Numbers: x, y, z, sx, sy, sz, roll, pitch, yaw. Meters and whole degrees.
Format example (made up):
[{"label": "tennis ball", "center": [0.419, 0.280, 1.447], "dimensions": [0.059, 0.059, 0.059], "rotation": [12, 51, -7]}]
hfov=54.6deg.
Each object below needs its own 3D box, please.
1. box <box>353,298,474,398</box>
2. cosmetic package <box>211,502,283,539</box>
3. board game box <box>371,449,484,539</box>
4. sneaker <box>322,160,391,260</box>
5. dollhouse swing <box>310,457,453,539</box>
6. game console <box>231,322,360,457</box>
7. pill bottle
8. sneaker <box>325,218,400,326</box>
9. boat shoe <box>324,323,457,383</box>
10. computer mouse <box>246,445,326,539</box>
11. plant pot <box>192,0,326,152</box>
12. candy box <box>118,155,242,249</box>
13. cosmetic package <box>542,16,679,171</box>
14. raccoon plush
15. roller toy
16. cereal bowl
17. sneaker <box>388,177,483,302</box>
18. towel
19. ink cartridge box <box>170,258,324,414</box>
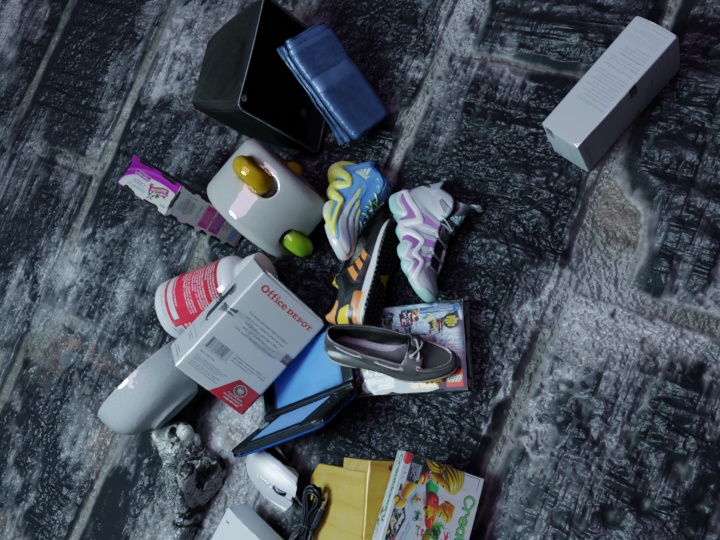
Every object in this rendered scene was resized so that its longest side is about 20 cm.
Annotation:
[{"label": "box", "center": [0.072, 0.123, 1.082], "dimensions": [0.200, 0.040, 0.137], "rotation": [-8, 74, 24]}, {"label": "cosmetic package", "center": [-0.188, 0.494, 1.090], "dimensions": [0.151, 0.052, 0.200], "rotation": [33, 101, 26]}, {"label": "board game box", "center": [0.083, 0.362, 0.950], "dimensions": [0.126, 0.035, 0.200], "rotation": [22, 74, -13]}, {"label": "sneaker", "center": [-0.002, -0.110, 1.140], "dimensions": [0.105, 0.076, 0.200], "rotation": [-13, 54, 14]}, {"label": "dollhouse swing", "center": [0.027, 0.384, 1.040], "dimensions": [0.181, 0.176, 0.200], "rotation": [7, 76, -15]}, {"label": "game console", "center": [-0.113, 0.184, 1.093], "dimensions": [0.200, 0.171, 0.118], "rotation": [-28, 92, 32]}, {"label": "pill bottle", "center": [-0.247, 0.041, 1.214], "dimensions": [0.200, 0.112, 0.112], "rotation": [-20, 69, 20]}, {"label": "sneaker", "center": [0.000, 0.000, 1.110], "dimensions": [0.090, 0.070, 0.200], "rotation": [1, 59, 27]}, {"label": "boat shoe", "center": [0.041, 0.117, 1.016], "dimensions": [0.200, 0.057, 0.067], "rotation": [6, 54, 13]}, {"label": "computer mouse", "center": [-0.131, 0.338, 1.095], "dimensions": [0.200, 0.044, 0.110], "rotation": [36, 113, 41]}, {"label": "plant pot", "center": [-0.181, -0.332, 1.245], "dimensions": [0.177, 0.199, 0.200], "rotation": [3, 78, 39]}, {"label": "candy box", "center": [-0.307, -0.117, 1.234], "dimensions": [0.136, 0.200, 0.061], "rotation": [32, 91, 30]}, {"label": "cosmetic package", "center": [0.362, -0.251, 1.006], "dimensions": [0.074, 0.102, 0.200], "rotation": [43, 98, 29]}, {"label": "raccoon plush", "center": [-0.322, 0.354, 1.186], "dimensions": [0.134, 0.097, 0.200], "rotation": [29, 90, 36]}, {"label": "roller toy", "center": [-0.151, -0.127, 1.170], "dimensions": [0.140, 0.200, 0.182], "rotation": [-48, 29, 6]}, {"label": "cereal bowl", "center": [-0.338, 0.206, 1.179], "dimensions": [0.200, 0.200, 0.083], "rotation": [-45, 85, 9]}, {"label": "sneaker", "center": [0.127, -0.059, 1.076], "dimensions": [0.140, 0.078, 0.200], "rotation": [-21, 62, 18]}, {"label": "towel", "center": [-0.043, -0.317, 1.181], "dimensions": [0.112, 0.049, 0.200], "rotation": [-39, 95, -31]}, {"label": "ink cartridge box", "center": [-0.179, 0.103, 1.116], "dimensions": [0.200, 0.144, 0.084], "rotation": [-46, 27, -1]}]
